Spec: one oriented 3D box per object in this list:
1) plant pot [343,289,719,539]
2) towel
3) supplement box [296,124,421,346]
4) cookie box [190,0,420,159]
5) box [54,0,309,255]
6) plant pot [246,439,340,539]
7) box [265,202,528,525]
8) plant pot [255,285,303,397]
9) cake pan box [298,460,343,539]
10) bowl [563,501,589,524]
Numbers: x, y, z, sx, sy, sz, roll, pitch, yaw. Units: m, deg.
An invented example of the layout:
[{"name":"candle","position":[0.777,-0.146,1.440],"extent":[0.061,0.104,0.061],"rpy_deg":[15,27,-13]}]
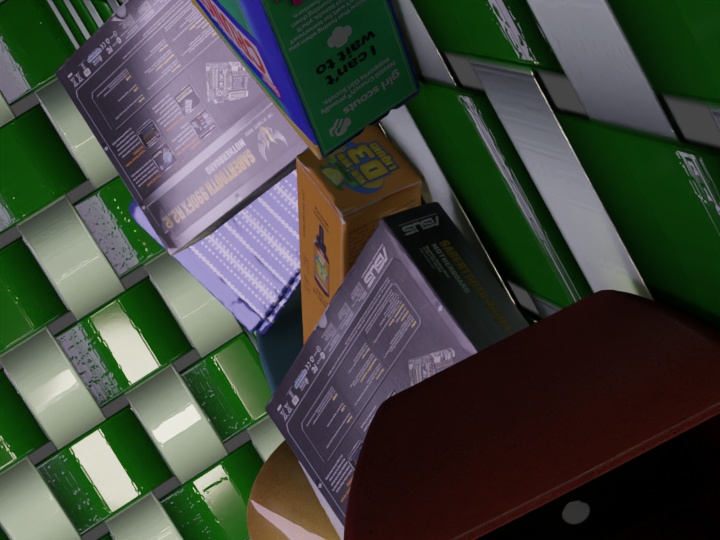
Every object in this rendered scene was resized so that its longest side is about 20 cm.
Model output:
[{"name":"plant pot","position":[0.104,0.124,0.926],"extent":[0.201,0.199,0.176],"rpy_deg":[62,-177,-28]},{"name":"towel","position":[-0.081,-0.055,1.473],"extent":[0.145,0.024,0.200],"rpy_deg":[43,135,5]},{"name":"supplement box","position":[0.000,0.000,1.355],"extent":[0.067,0.069,0.201],"rpy_deg":[52,159,34]},{"name":"cookie box","position":[-0.058,-0.186,1.095],"extent":[0.171,0.075,0.200],"rpy_deg":[51,170,38]},{"name":"box","position":[-0.107,-0.121,1.396],"extent":[0.200,0.048,0.159],"rpy_deg":[-35,88,48]},{"name":"plant pot","position":[-0.002,0.301,2.386],"extent":[0.200,0.186,0.187],"rpy_deg":[31,156,44]},{"name":"box","position":[0.034,0.083,1.259],"extent":[0.159,0.048,0.200],"rpy_deg":[53,138,22]},{"name":"plant pot","position":[0.004,0.079,1.555],"extent":[0.142,0.141,0.200],"rpy_deg":[63,178,-35]},{"name":"cake pan box","position":[0.071,0.179,1.412],"extent":[0.199,0.052,0.185],"rpy_deg":[3,138,29]},{"name":"bowl","position":[0.106,0.201,1.202],"extent":[0.200,0.199,0.075],"rpy_deg":[90,-172,-46]}]
